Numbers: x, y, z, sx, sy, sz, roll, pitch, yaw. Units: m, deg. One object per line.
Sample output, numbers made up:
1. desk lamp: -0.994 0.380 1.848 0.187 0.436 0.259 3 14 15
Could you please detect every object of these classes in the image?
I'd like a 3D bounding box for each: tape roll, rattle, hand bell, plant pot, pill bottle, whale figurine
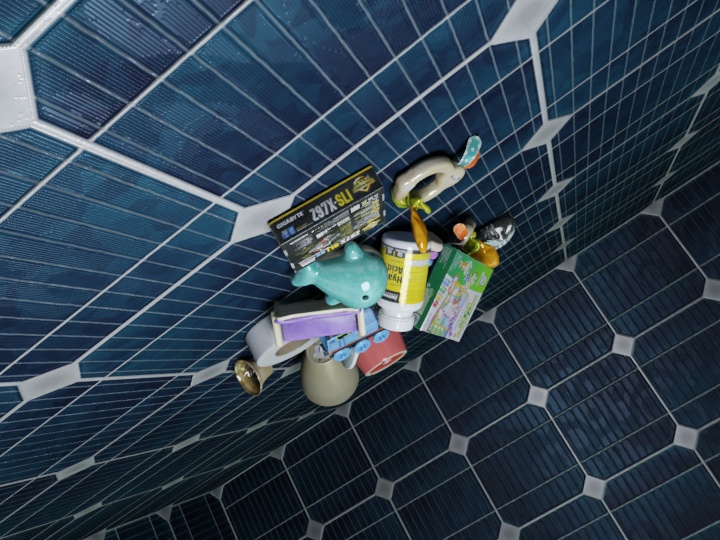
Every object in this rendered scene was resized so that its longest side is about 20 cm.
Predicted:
1. tape roll: -0.176 0.151 1.470 0.200 0.071 0.203 -28 163 -9
2. rattle: 0.276 -0.050 1.486 0.130 0.143 0.200 -40 176 -6
3. hand bell: -0.230 0.239 1.633 0.199 0.105 0.104 -31 168 -42
4. plant pot: 0.034 0.193 1.763 0.198 0.179 0.201 -28 163 -9
5. rattle: 0.167 -0.145 1.117 0.197 0.144 0.131 -20 143 -15
6. plant pot: -0.102 0.277 1.809 0.185 0.188 0.201 -27 149 -12
7. pill bottle: 0.089 0.024 1.327 0.110 0.110 0.204 -11 113 -47
8. whale figurine: -0.036 0.018 1.211 0.197 0.105 0.161 6 128 -27

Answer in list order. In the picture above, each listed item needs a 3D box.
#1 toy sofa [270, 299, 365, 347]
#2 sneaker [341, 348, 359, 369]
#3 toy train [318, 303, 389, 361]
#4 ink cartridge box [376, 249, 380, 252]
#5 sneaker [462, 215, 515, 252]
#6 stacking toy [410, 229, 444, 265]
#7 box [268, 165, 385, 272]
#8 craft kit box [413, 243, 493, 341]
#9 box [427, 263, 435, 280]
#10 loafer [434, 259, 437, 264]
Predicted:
1. toy sofa: -0.090 0.110 1.308 0.196 0.084 0.098 -7 -159 -4
2. sneaker: -0.062 0.180 1.630 0.119 0.083 0.204 -8 112 -30
3. toy train: -0.011 0.136 1.431 0.197 0.087 0.115 -23 143 -15
4. ink cartridge box: 0.000 0.000 1.382 0.109 0.051 0.199 -39 163 21
5. sneaker: 0.333 -0.083 1.682 0.199 0.076 0.115 -38 159 26
6. stacking toy: 0.113 0.004 1.416 0.085 0.085 0.202 -4 127 -56
7. box: -0.051 -0.084 1.057 0.198 0.050 0.160 -30 166 -4
8. craft kit box: 0.217 0.059 1.438 0.196 0.048 0.203 19 97 -54
9. box: 0.184 0.062 1.539 0.110 0.127 0.200 -59 142 -5
10. loafer: 0.242 0.003 1.627 0.070 0.199 0.069 -3 105 -46
